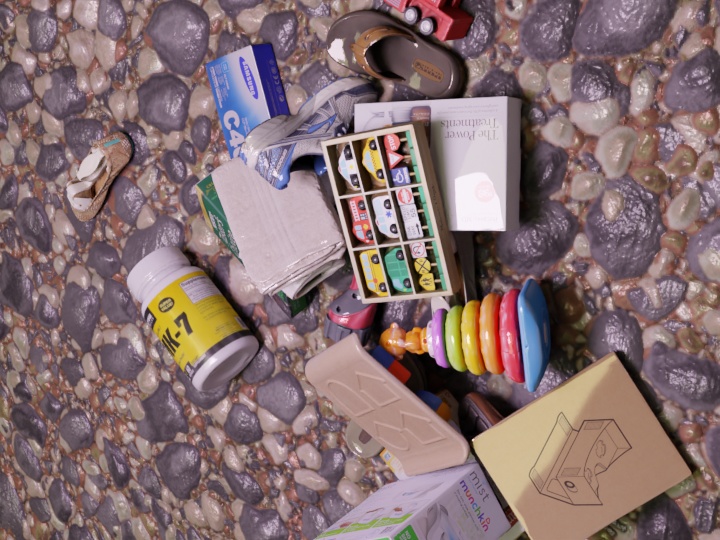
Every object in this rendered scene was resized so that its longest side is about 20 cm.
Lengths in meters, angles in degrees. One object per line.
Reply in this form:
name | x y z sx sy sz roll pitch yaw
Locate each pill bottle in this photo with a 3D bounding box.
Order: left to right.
pill bottle | -0.251 0.068 1.565 0.200 0.114 0.114 50 128 16

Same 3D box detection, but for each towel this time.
towel | -0.101 -0.076 1.315 0.132 0.034 0.201 -28 62 10

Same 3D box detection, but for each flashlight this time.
flashlight | 0.000 0.000 1.375 0.068 0.067 0.202 33 122 40

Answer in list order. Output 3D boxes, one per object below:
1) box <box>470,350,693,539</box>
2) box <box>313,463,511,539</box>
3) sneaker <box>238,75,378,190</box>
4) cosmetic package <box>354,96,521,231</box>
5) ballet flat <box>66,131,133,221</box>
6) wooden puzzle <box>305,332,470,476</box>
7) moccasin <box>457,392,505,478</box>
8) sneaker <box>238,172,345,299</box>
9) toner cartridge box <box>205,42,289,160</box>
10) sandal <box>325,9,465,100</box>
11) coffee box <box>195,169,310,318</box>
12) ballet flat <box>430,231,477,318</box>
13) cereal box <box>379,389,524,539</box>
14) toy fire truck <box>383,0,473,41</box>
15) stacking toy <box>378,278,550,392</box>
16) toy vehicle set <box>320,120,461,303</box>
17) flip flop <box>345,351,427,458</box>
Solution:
box | 0.251 0.214 1.214 0.199 0.021 0.164 -34 81 14
box | 0.050 0.331 1.307 0.199 0.176 0.097 -28 90 48
sneaker | -0.048 -0.161 1.292 0.085 0.199 0.077 50 158 11
cosmetic package | 0.088 -0.123 1.243 0.198 0.052 0.152 2 95 30
ballet flat | -0.428 -0.145 1.673 0.071 0.065 0.200 51 128 14
wooden puzzle | 0.035 0.162 1.306 0.200 0.046 0.185 46 153 -4
moccasin | 0.199 0.224 1.285 0.201 0.078 0.074 42 140 17
sneaker | -0.049 -0.057 1.357 0.115 0.074 0.200 40 89 14
toner cartridge box | -0.141 -0.197 1.443 0.094 0.043 0.202 -11 96 39
sandal | 0.033 -0.256 1.277 0.199 0.054 0.082 33 121 27
coffee box | -0.146 -0.035 1.457 0.200 0.044 0.123 48 165 17
ballet flat | 0.105 -0.002 1.291 0.067 0.063 0.202 -6 99 39
cereal box | 0.129 0.273 1.370 0.200 0.039 0.144 49 129 16
toy fire truck | 0.097 -0.342 1.204 0.200 0.049 0.142 40 124 24
stacking toy | 0.118 0.079 1.236 0.198 0.110 0.117 -5 101 17
toy vehicle set | 0.036 -0.064 1.228 0.123 0.026 0.202 -7 104 32
flip flop | 0.025 0.181 1.414 0.081 0.057 0.201 44 126 20
